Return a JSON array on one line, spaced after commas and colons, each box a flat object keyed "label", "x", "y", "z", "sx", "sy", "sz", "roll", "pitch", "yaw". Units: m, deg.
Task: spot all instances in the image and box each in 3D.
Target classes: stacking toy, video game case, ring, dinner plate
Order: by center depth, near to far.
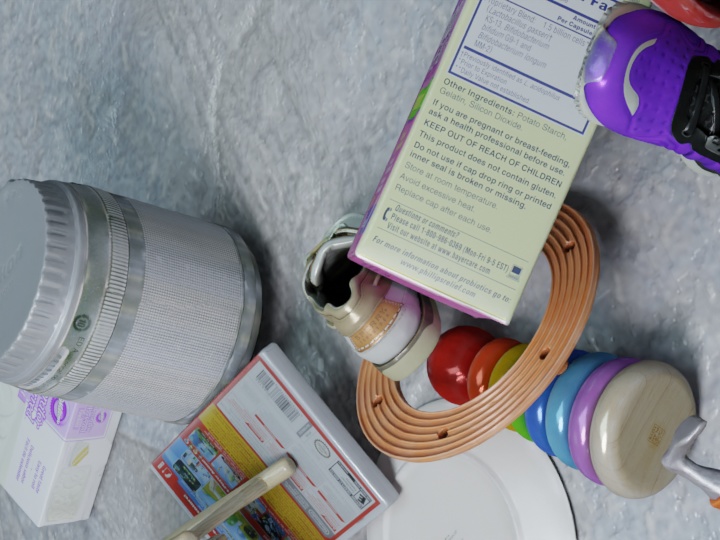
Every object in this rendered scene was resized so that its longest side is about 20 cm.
[{"label": "stacking toy", "x": 0.115, "y": 0.081, "z": 1.121, "sx": 0.200, "sy": 0.085, "sz": 0.086, "roll": 15, "pitch": 103, "yaw": 50}, {"label": "ring", "x": 0.076, "y": 0.039, "z": 1.126, "sx": 0.200, "sy": 0.019, "sz": 0.201, "roll": -35, "pitch": 32, "yaw": 26}, {"label": "dinner plate", "x": 0.068, "y": 0.189, "z": 1.211, "sx": 0.199, "sy": 0.024, "sz": 0.201, "roll": 4, "pitch": 96, "yaw": 45}, {"label": "video game case", "x": -0.069, "y": 0.156, "z": 1.300, "sx": 0.143, "sy": 0.017, "sz": 0.200, "roll": 50, "pitch": 136, "yaw": 5}]

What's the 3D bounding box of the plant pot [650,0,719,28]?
[{"label": "plant pot", "x": 0.214, "y": -0.230, "z": 0.892, "sx": 0.182, "sy": 0.200, "sz": 0.202, "roll": -24, "pitch": 75, "yaw": 32}]

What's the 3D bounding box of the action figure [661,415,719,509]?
[{"label": "action figure", "x": 0.232, "y": 0.153, "z": 0.942, "sx": 0.105, "sy": 0.193, "sz": 0.201, "roll": -44, "pitch": 30, "yaw": 31}]

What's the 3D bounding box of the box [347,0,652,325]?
[{"label": "box", "x": 0.075, "y": -0.079, "z": 1.034, "sx": 0.096, "sy": 0.176, "sz": 0.201, "roll": 25, "pitch": 90, "yaw": -2}]

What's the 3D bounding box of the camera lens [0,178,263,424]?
[{"label": "camera lens", "x": -0.186, "y": 0.025, "z": 1.327, "sx": 0.160, "sy": 0.199, "sz": 0.161, "roll": -24, "pitch": 59, "yaw": 46}]

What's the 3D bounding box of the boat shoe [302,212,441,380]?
[{"label": "boat shoe", "x": 0.000, "y": 0.000, "z": 1.185, "sx": 0.075, "sy": 0.068, "sz": 0.200, "roll": -49, "pitch": 23, "yaw": 7}]

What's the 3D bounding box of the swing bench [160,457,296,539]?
[{"label": "swing bench", "x": -0.091, "y": 0.279, "z": 1.264, "sx": 0.200, "sy": 0.130, "sz": 0.199, "roll": -37, "pitch": 87, "yaw": 39}]

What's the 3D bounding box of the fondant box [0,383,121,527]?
[{"label": "fondant box", "x": -0.297, "y": 0.111, "z": 1.561, "sx": 0.200, "sy": 0.058, "sz": 0.145, "roll": 38, "pitch": 117, "yaw": 37}]

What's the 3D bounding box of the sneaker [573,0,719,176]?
[{"label": "sneaker", "x": 0.199, "y": -0.088, "z": 0.943, "sx": 0.099, "sy": 0.200, "sz": 0.070, "roll": 24, "pitch": 95, "yaw": 39}]
